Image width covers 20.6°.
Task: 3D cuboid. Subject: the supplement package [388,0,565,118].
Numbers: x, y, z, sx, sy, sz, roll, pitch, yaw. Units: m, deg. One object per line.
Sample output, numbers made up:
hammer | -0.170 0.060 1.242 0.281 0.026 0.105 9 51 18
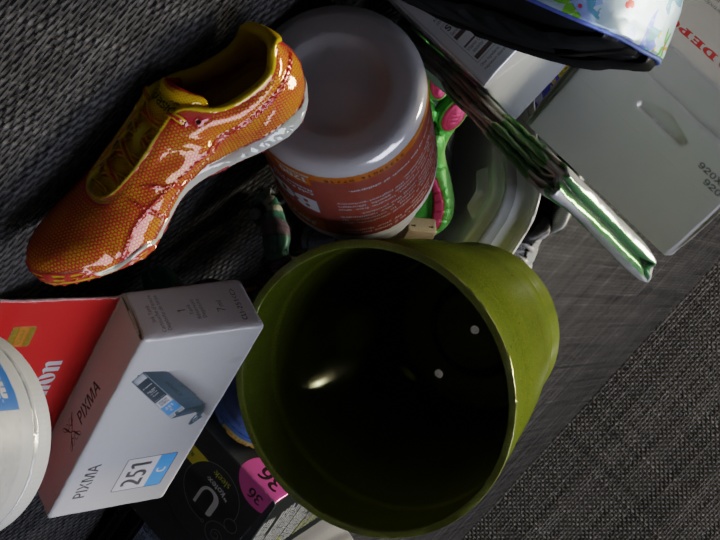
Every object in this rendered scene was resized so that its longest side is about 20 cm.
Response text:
supplement package | 0.119 -0.215 1.279 0.200 0.111 0.156 -46 169 5

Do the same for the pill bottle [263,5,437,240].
pill bottle | -0.007 -0.085 1.294 0.112 0.112 0.200 -44 165 -8

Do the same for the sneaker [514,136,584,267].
sneaker | 0.116 -0.029 1.572 0.200 0.075 0.115 -60 -178 22

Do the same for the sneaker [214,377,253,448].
sneaker | -0.031 0.067 1.515 0.200 0.075 0.088 -30 167 -48

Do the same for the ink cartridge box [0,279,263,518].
ink cartridge box | -0.180 0.090 1.305 0.176 0.045 0.200 -5 143 -35

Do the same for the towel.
towel | 0.104 -0.079 1.296 0.023 0.200 0.153 -48 140 5

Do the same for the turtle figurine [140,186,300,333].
turtle figurine | -0.079 0.019 1.414 0.200 0.101 0.150 -15 136 -45

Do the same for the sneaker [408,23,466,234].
sneaker | 0.040 -0.116 1.445 0.077 0.084 0.200 1 132 -14

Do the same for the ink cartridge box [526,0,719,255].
ink cartridge box | 0.248 -0.142 1.421 0.200 0.147 0.145 -44 175 -42

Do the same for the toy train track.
toy train track | 0.000 0.000 1.507 0.115 0.033 0.200 5 164 -26

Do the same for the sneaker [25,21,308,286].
sneaker | -0.121 -0.071 1.150 0.200 0.073 0.077 -44 140 -11

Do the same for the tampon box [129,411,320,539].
tampon box | -0.081 0.131 1.587 0.200 0.150 0.126 -27 158 -50

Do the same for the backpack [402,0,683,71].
backpack | 0.086 -0.198 1.078 0.183 0.200 0.147 3 110 -68

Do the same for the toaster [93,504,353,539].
toaster | -0.125 0.243 1.719 0.119 0.181 0.200 -30 160 -53

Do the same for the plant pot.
plant pot | 0.046 0.060 1.374 0.200 0.200 0.193 -53 168 24

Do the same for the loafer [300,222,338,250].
loafer | -0.002 -0.040 1.553 0.072 0.063 0.200 -5 168 14

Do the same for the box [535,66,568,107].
box | 0.168 -0.194 1.557 0.064 0.070 0.200 -37 163 -24

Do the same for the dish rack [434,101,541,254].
dish rack | 0.082 -0.064 1.549 0.200 0.044 0.172 -88 -159 -46

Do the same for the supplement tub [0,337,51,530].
supplement tub | -0.263 0.090 1.032 0.132 0.132 0.200 -49 165 13
